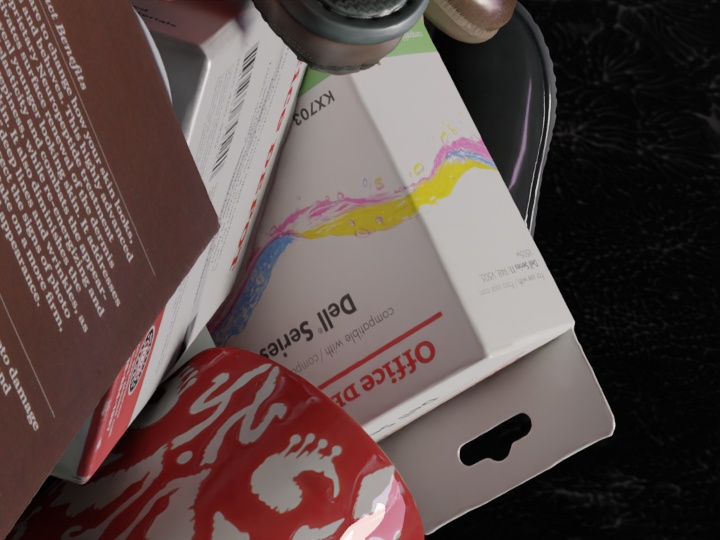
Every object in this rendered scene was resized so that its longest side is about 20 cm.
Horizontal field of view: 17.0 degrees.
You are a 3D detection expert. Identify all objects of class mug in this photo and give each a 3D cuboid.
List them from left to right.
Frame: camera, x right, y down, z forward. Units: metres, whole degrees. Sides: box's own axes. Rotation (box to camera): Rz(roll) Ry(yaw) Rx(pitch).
[{"bbox_3d":[-0.096,0.122,0.807,0.200,0.177,0.134,-46,141,-26],"label":"mug"}]

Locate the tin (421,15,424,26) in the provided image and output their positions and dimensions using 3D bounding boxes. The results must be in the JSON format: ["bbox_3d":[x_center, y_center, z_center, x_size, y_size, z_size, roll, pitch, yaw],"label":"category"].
[{"bbox_3d":[-0.019,-0.084,1.002,0.042,0.112,0.201,-17,104,-42],"label":"tin"}]

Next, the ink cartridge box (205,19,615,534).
[{"bbox_3d":[0.000,0.000,0.923,0.117,0.201,0.067,-33,169,34],"label":"ink cartridge box"}]

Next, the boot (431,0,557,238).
[{"bbox_3d":[0.040,-0.039,1.128,0.200,0.065,0.166,-37,125,-68],"label":"boot"}]

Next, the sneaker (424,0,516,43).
[{"bbox_3d":[0.026,-0.186,0.916,0.201,0.075,0.070,64,27,-12],"label":"sneaker"}]

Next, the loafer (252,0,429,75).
[{"bbox_3d":[-0.025,-0.137,0.774,0.063,0.072,0.201,117,-36,-50],"label":"loafer"}]

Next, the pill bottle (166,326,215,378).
[{"bbox_3d":[-0.053,0.016,1.115,0.200,0.119,0.120,-64,171,-62],"label":"pill bottle"}]

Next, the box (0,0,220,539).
[{"bbox_3d":[-0.103,-0.007,0.528,0.200,0.075,0.100,-59,131,-62],"label":"box"}]

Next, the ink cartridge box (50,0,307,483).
[{"bbox_3d":[-0.082,-0.040,0.799,0.200,0.083,0.147,-58,167,-71],"label":"ink cartridge box"}]
